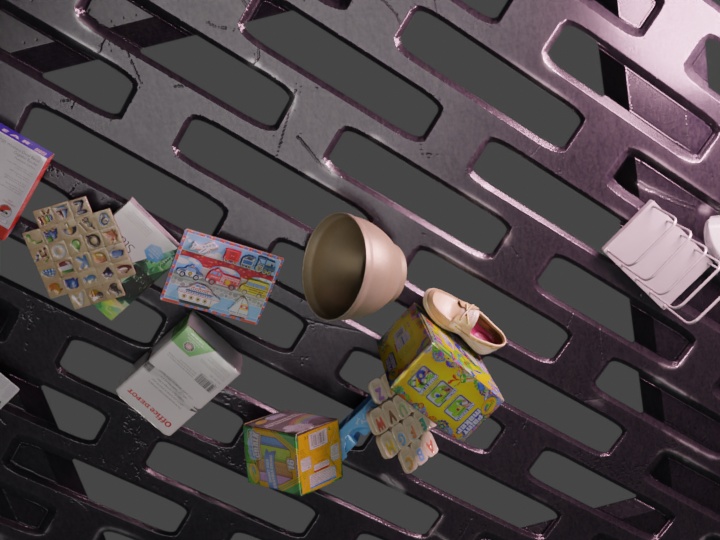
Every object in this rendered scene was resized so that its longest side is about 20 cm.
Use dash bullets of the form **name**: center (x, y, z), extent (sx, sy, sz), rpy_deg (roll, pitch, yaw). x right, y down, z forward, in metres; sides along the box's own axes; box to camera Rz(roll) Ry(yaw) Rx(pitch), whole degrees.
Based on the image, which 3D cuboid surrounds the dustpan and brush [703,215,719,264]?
- **dustpan and brush**: center (0.776, -0.024, 1.609), extent (0.139, 0.057, 0.200), rpy_deg (-5, 103, 7)

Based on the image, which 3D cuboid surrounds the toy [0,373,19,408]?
- **toy**: center (-0.764, 0.192, 1.511), extent (0.115, 0.047, 0.200), rpy_deg (-42, 105, 12)

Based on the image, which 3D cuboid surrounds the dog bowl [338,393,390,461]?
- **dog bowl**: center (-0.010, 0.322, 1.609), extent (0.200, 0.111, 0.050), rpy_deg (-44, 89, 10)

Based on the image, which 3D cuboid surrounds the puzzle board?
- **puzzle board**: center (-0.264, 0.016, 1.503), extent (0.200, 0.017, 0.151), rpy_deg (17, 106, -22)

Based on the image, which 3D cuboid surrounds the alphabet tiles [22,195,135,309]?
- **alphabet tiles**: center (-0.518, -0.030, 1.446), extent (0.166, 0.006, 0.200), rpy_deg (-17, 109, -1)

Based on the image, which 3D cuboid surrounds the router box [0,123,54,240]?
- **router box**: center (-0.682, -0.181, 1.389), extent (0.200, 0.049, 0.180), rpy_deg (30, 103, -15)

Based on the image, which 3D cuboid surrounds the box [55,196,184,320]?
- **box**: center (-0.451, -0.020, 1.478), extent (0.200, 0.036, 0.144), rpy_deg (-41, 108, 9)

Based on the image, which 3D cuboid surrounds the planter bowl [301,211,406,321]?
- **planter bowl**: center (0.000, 0.000, 1.467), extent (0.135, 0.200, 0.201), rpy_deg (9, 110, -38)

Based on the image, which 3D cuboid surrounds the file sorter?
- **file sorter**: center (0.613, -0.013, 1.551), extent (0.200, 0.125, 0.139), rpy_deg (40, 100, -17)

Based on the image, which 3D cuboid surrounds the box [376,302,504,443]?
- **box**: center (0.151, 0.195, 1.531), extent (0.193, 0.200, 0.122), rpy_deg (39, 101, -16)

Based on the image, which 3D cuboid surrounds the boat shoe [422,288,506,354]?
- **boat shoe**: center (0.212, 0.095, 1.560), extent (0.200, 0.069, 0.074), rpy_deg (36, 59, -23)

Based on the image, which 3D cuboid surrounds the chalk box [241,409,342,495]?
- **chalk box**: center (-0.151, 0.357, 1.562), extent (0.124, 0.200, 0.124), rpy_deg (-10, 97, -48)

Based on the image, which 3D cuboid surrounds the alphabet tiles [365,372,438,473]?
- **alphabet tiles**: center (0.089, 0.295, 1.567), extent (0.015, 0.200, 0.196), rpy_deg (-25, 87, 38)

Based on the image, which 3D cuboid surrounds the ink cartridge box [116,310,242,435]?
- **ink cartridge box**: center (-0.354, 0.203, 1.539), extent (0.200, 0.084, 0.146), rpy_deg (-41, 108, 8)
